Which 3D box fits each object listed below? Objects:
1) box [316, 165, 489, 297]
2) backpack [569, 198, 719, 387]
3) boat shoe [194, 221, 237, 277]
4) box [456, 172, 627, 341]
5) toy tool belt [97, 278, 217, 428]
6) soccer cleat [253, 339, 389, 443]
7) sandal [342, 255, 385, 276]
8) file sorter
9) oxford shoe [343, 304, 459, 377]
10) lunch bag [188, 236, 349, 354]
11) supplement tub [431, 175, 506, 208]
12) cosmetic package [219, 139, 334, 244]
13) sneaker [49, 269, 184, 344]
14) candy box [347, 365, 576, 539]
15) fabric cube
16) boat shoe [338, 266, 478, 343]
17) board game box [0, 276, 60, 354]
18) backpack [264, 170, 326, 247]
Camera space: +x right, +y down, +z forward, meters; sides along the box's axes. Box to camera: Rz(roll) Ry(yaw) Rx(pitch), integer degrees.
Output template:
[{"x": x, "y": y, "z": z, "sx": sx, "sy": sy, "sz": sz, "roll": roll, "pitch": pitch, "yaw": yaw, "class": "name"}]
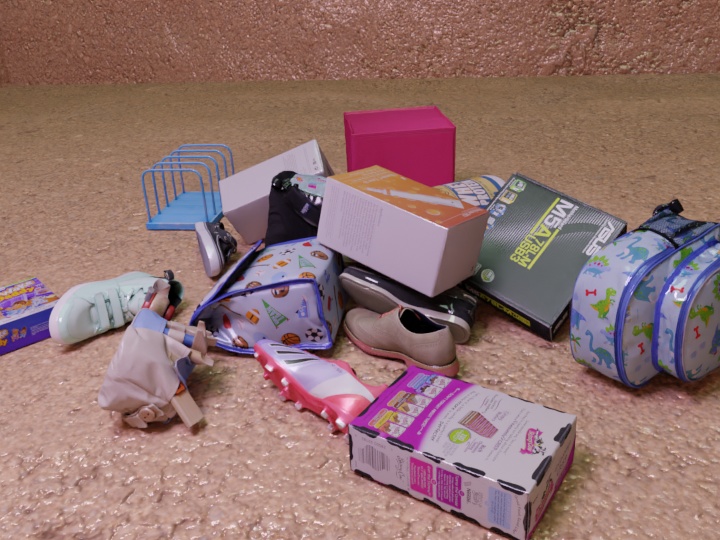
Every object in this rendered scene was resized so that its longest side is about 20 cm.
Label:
[{"x": 0.056, "y": -0.060, "z": 0.993, "sx": 0.198, "sy": 0.099, "sz": 0.124, "roll": 26, "pitch": 28, "yaw": 28, "class": "box"}, {"x": 0.353, "y": 0.041, "z": 0.856, "sx": 0.197, "sy": 0.187, "sz": 0.146, "roll": -22, "pitch": 28, "yaw": -25, "class": "backpack"}, {"x": -0.250, "y": -0.044, "z": 1.274, "sx": 0.065, "sy": 0.072, "sz": 0.200, "roll": -11, "pitch": 18, "yaw": -14, "class": "boat shoe"}, {"x": 0.245, "y": -0.027, "z": 1.034, "sx": 0.192, "sy": 0.048, "sz": 0.200, "roll": 31, "pitch": 70, "yaw": 35, "class": "box"}, {"x": -0.235, "y": 0.110, "z": 0.896, "sx": 0.121, "sy": 0.126, "sz": 0.201, "roll": 26, "pitch": 24, "yaw": -12, "class": "toy tool belt"}, {"x": -0.049, "y": 0.127, "z": 0.850, "sx": 0.076, "sy": 0.068, "sz": 0.198, "roll": -39, "pitch": 44, "yaw": -25, "class": "soccer cleat"}, {"x": 0.000, "y": 0.000, "z": 1.111, "sx": 0.197, "sy": 0.081, "sz": 0.054, "roll": 12, "pitch": 51, "yaw": 40, "class": "sandal"}, {"x": -0.350, "y": -0.178, "z": 1.504, "sx": 0.135, "sy": 0.125, "sz": 0.201, "roll": 1, "pitch": 24, "yaw": 9, "class": "file sorter"}, {"x": 0.051, "y": 0.074, "z": 0.952, "sx": 0.198, "sy": 0.076, "sz": 0.070, "roll": 18, "pitch": 32, "yaw": 42, "class": "oxford shoe"}, {"x": -0.128, "y": 0.032, "z": 1.019, "sx": 0.196, "sy": 0.126, "sz": 0.171, "roll": -9, "pitch": 20, "yaw": 14, "class": "lunch bag"}, {"x": 0.144, "y": -0.065, "z": 1.161, "sx": 0.196, "sy": 0.148, "sz": 0.144, "roll": -15, "pitch": 26, "yaw": -24, "class": "supplement tub"}, {"x": -0.145, "y": -0.140, "z": 1.316, "sx": 0.196, "sy": 0.108, "sz": 0.086, "roll": -20, "pitch": 56, "yaw": 7, "class": "cosmetic package"}, {"x": -0.346, "y": 0.050, "z": 1.053, "sx": 0.116, "sy": 0.075, "sz": 0.200, "roll": 3, "pitch": 22, "yaw": 29, "class": "sneaker"}, {"x": 0.104, "y": 0.177, "z": 0.737, "sx": 0.197, "sy": 0.062, "sz": 0.136, "roll": 13, "pitch": 28, "yaw": 33, "class": "candy box"}, {"x": 0.072, "y": -0.188, "z": 1.377, "sx": 0.191, "sy": 0.204, "sz": 0.201, "roll": -4, "pitch": 24, "yaw": -4, "class": "fabric cube"}, {"x": 0.065, "y": 0.035, "z": 0.999, "sx": 0.196, "sy": 0.072, "sz": 0.068, "roll": 19, "pitch": 62, "yaw": 13, "class": "boat shoe"}, {"x": -0.548, "y": 0.079, "z": 1.057, "sx": 0.198, "sy": 0.046, "sz": 0.133, "roll": -23, "pitch": 31, "yaw": -36, "class": "board game box"}, {"x": -0.053, "y": -0.082, "z": 1.217, "sx": 0.196, "sy": 0.170, "sz": 0.127, "roll": 13, "pitch": 37, "yaw": 7, "class": "backpack"}]
